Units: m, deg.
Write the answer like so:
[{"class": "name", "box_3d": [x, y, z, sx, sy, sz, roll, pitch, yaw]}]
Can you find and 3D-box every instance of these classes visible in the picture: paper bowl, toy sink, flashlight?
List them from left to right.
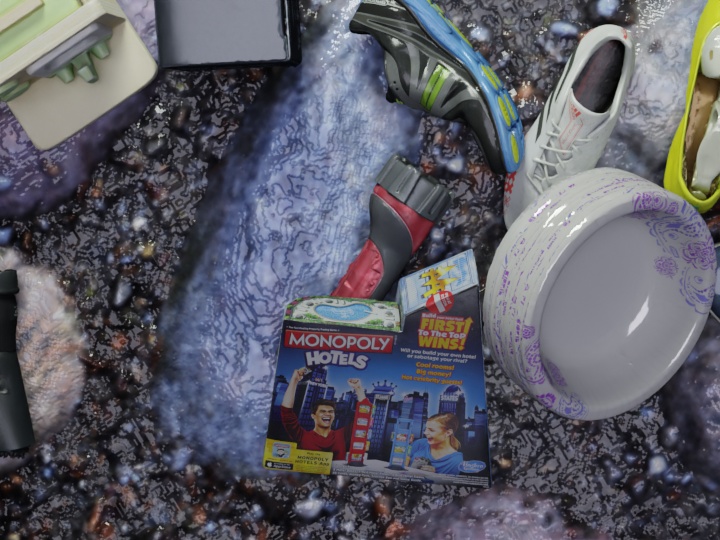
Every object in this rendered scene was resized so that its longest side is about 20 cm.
[{"class": "toy sink", "box_3d": [-0.278, -0.213, 1.442, 0.130, 0.112, 0.201, -32, 93, 4]}, {"class": "flashlight", "box_3d": [0.000, 0.000, 1.476, 0.068, 0.068, 0.201, 37, 95, 15]}, {"class": "paper bowl", "box_3d": [0.187, 0.014, 1.428, 0.199, 0.104, 0.202, -16, 120, -29]}]

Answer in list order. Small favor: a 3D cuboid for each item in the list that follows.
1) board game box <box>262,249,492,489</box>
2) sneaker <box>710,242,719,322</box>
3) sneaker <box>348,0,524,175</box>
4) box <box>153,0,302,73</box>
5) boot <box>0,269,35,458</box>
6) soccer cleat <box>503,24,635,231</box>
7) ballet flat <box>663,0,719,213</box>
[{"class": "board game box", "box_3d": [0.028, 0.076, 1.435, 0.198, 0.062, 0.201, 6, 119, -7]}, {"class": "sneaker", "box_3d": [0.367, 0.051, 1.462, 0.200, 0.085, 0.075, 40, 95, -2]}, {"class": "sneaker", "box_3d": [0.066, -0.157, 1.460, 0.083, 0.071, 0.200, -42, 81, 15]}, {"class": "box", "box_3d": [-0.105, -0.236, 1.391, 0.103, 0.200, 0.149, -3, 95, 2]}, {"class": "boot", "box_3d": [-0.383, 0.088, 1.487, 0.198, 0.076, 0.170, -3, 91, -5]}, {"class": "soccer cleat", "box_3d": [0.175, -0.113, 1.453, 0.068, 0.085, 0.201, 26, 95, -1]}, {"class": "ballet flat", "box_3d": [0.304, -0.144, 1.456, 0.066, 0.067, 0.202, 14, 95, 1]}]
